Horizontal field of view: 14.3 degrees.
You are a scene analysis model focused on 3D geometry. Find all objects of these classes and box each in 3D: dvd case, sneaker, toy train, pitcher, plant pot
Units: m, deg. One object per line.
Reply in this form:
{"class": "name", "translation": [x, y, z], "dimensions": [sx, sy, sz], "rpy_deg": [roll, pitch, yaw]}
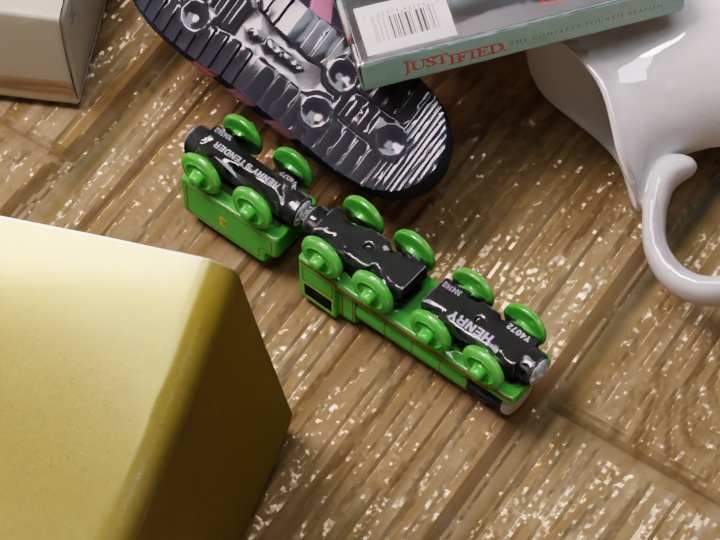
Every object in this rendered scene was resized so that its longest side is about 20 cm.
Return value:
{"class": "dvd case", "translation": [0.044, -0.176, 1.265], "dimensions": [0.145, 0.022, 0.200], "rpy_deg": [-15, 54, -4]}
{"class": "sneaker", "translation": [-0.038, -0.102, 1.283], "dimensions": [0.070, 0.082, 0.200], "rpy_deg": [-44, 79, 2]}
{"class": "toy train", "translation": [0.000, 0.000, 1.248], "dimensions": [0.200, 0.056, 0.042], "rpy_deg": [35, 61, 22]}
{"class": "pitcher", "translation": [0.191, -0.088, 1.262], "dimensions": [0.199, 0.121, 0.172], "rpy_deg": [-26, 68, -1]}
{"class": "plant pot", "translation": [-0.152, 0.093, 1.132], "dimensions": [0.199, 0.200, 0.177], "rpy_deg": [10, 72, 9]}

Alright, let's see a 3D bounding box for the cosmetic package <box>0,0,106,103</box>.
{"class": "cosmetic package", "translation": [-0.220, -0.147, 1.339], "dimensions": [0.199, 0.071, 0.106], "rpy_deg": [8, 59, 8]}
